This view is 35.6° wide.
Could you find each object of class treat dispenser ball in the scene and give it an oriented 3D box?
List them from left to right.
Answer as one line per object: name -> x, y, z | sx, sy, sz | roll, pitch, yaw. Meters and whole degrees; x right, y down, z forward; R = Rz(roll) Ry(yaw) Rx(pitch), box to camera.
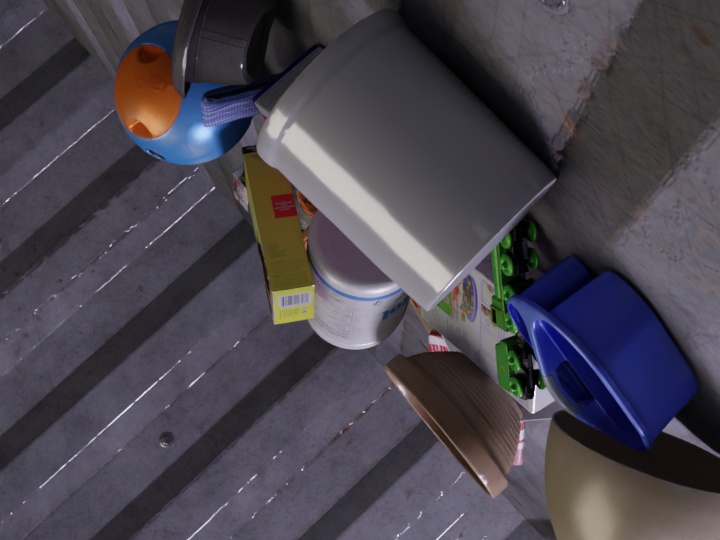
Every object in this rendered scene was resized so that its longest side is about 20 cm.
treat dispenser ball -> -0.246, -0.250, 1.580 | 0.201, 0.201, 0.201 | 46, 172, 8

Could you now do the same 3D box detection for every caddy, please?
caddy -> 0.217, 0.084, 1.045 | 0.200, 0.105, 0.141 | 51, 171, -24

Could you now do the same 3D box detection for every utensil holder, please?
utensil holder -> 0.041, -0.091, 0.945 | 0.200, 0.170, 0.170 | 44, 172, 6

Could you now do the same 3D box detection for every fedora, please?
fedora -> -0.143, -0.267, 1.239 | 0.090, 0.177, 0.200 | 16, -169, -3

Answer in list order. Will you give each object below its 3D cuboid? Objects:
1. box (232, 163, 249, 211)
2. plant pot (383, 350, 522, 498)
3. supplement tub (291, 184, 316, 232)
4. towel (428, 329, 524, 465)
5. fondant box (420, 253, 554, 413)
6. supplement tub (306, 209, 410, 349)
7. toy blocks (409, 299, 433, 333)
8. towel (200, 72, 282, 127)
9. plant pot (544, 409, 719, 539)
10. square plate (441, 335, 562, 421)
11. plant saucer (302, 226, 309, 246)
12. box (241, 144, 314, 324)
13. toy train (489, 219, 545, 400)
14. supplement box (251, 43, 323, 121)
box -> -0.122, -0.153, 1.617 | 0.040, 0.137, 0.200 | 50, 173, -1
plant pot -> 0.124, 0.161, 1.317 | 0.201, 0.093, 0.201 | 50, 174, 7
supplement tub -> -0.037, -0.092, 1.511 | 0.123, 0.123, 0.200 | 47, 173, 4
towel -> 0.156, 0.170, 1.499 | 0.144, 0.023, 0.200 | 25, 144, 28
fondant box -> 0.147, 0.042, 1.241 | 0.200, 0.058, 0.145 | 40, 147, 38
supplement tub -> 0.000, 0.000, 1.293 | 0.132, 0.132, 0.200 | 46, 162, 14
toy blocks -> 0.108, 0.043, 1.560 | 0.137, 0.100, 0.200 | 59, 173, 2
towel -> -0.123, -0.207, 1.373 | 0.200, 0.144, 0.024 | 167, 89, -83
plant pot -> 0.266, 0.238, 1.111 | 0.200, 0.135, 0.200 | 17, -171, -3
square plate -> 0.165, 0.088, 1.349 | 0.199, 0.028, 0.200 | 65, 154, -1
plant saucer -> 0.013, -0.034, 1.426 | 0.200, 0.199, 0.038 | 64, -160, -64
box -> -0.093, -0.044, 1.258 | 0.075, 0.050, 0.200 | 93, 165, -56
toy train -> 0.153, 0.034, 1.117 | 0.056, 0.042, 0.201 | -148, 47, -60
supplement box -> -0.011, -0.145, 1.193 | 0.200, 0.103, 0.101 | 38, 166, 45
